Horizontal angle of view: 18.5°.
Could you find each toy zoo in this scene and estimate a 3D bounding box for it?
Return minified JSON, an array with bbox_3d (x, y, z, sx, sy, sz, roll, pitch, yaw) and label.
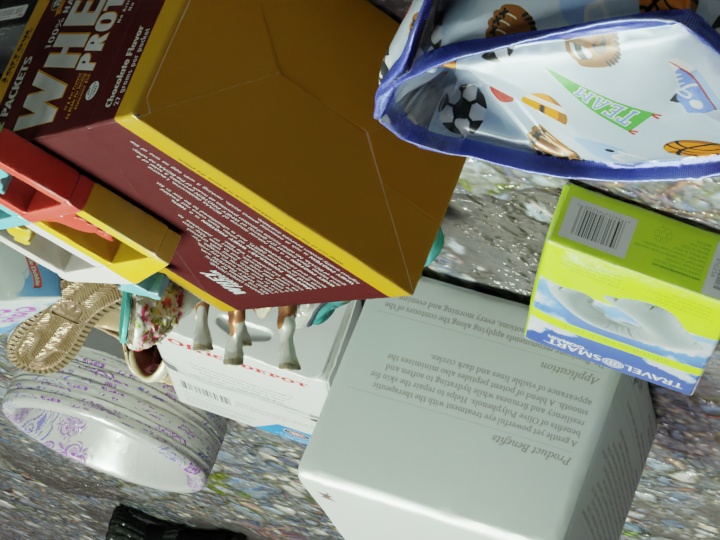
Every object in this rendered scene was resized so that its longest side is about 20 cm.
[{"bbox_3d":[-0.190,-0.039,1.256,0.200,0.020,0.131,32,159,-26],"label":"toy zoo"}]

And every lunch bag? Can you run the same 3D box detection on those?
[{"bbox_3d":[0.102,-0.129,0.863,0.124,0.170,0.200,38,156,-33],"label":"lunch bag"}]

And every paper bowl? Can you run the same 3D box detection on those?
[{"bbox_3d":[-0.216,0.118,2.011,0.200,0.104,0.201,20,161,7],"label":"paper bowl"}]

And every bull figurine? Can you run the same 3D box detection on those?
[{"bbox_3d":[-0.076,0.001,1.493,0.065,0.122,0.200,2,-175,-15],"label":"bull figurine"}]

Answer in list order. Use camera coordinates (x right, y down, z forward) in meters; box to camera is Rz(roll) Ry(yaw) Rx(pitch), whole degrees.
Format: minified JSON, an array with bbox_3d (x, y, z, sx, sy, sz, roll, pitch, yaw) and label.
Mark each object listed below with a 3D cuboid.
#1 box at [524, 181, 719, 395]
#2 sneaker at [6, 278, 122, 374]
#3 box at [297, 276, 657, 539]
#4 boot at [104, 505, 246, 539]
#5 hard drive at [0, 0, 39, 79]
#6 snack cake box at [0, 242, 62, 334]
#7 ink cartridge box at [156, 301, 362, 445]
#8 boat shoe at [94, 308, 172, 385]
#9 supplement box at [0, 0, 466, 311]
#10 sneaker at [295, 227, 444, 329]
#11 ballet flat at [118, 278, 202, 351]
[{"bbox_3d":[0.170,0.018,1.394,0.122,0.048,0.200,20,161,7],"label":"box"},{"bbox_3d":[-0.207,-0.015,1.711,0.071,0.113,0.200,30,129,-25],"label":"sneaker"},{"bbox_3d":[0.091,0.129,1.590,0.199,0.172,0.200,15,160,19],"label":"box"},{"bbox_3d":[-0.234,0.341,2.692,0.158,0.080,0.211,24,162,-8],"label":"boot"},{"bbox_3d":[-0.163,-0.113,1.413,0.200,0.038,0.140,36,157,-34],"label":"hard drive"},{"bbox_3d":[-0.298,-0.012,1.684,0.067,0.115,0.200,-4,170,-28],"label":"snack cake box"},{"bbox_3d":[-0.075,0.061,1.722,0.146,0.086,0.200,18,160,9],"label":"ink cartridge box"},{"bbox_3d":[-0.170,0.061,1.855,0.074,0.069,0.200,10,158,32],"label":"boat shoe"},{"bbox_3d":[-0.077,-0.083,1.249,0.197,0.133,0.200,32,159,-29],"label":"supplement box"},{"bbox_3d":[0.000,0.000,1.499,0.080,0.078,0.200,13,165,-12],"label":"sneaker"},{"bbox_3d":[-0.126,-0.008,1.411,0.064,0.076,0.200,5,-156,-11],"label":"ballet flat"}]
